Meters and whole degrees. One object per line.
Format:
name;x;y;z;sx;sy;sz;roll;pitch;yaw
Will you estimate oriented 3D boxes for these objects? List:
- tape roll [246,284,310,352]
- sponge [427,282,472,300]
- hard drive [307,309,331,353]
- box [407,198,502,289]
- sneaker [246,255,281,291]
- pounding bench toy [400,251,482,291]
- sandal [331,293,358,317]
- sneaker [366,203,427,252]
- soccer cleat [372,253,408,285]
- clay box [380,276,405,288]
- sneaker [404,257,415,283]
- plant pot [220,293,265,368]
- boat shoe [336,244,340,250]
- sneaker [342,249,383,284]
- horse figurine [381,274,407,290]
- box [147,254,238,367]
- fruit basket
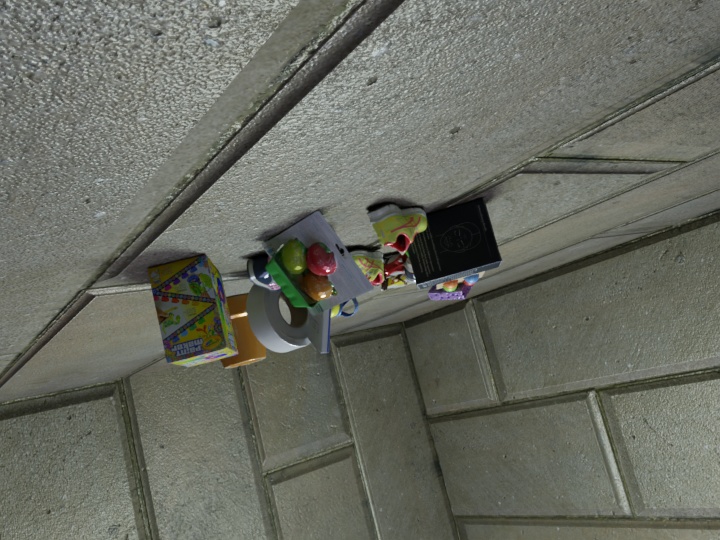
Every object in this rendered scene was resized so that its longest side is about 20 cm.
tape roll;-0.192;0.102;1.617;0.070;0.205;0.201;-22;168;37
sponge;0.277;0.009;1.761;0.111;0.030;0.200;-5;-147;42
hard drive;-0.097;0.081;1.528;0.025;0.202;0.132;1;-170;-18
box;0.206;-0.058;1.458;0.198;0.150;0.107;-15;171;7
sneaker;-0.184;0.006;1.462;0.081;0.071;0.200;-14;173;14
pounding bench toy;0.205;-0.022;1.638;0.198;0.158;0.124;-15;171;5
sandal;-0.056;0.055;1.617;0.086;0.201;0.080;15;125;-21
sneaker;0.083;-0.081;1.315;0.078;0.091;0.199;-23;169;32
soccer cleat;0.085;-0.014;1.806;0.199;0.069;0.085;-25;-152;-26
clay box;0.172;0.009;2.100;0.199;0.048;0.114;-24;167;39
sneaker;0.211;-0.041;1.767;0.199;0.078;0.080;-30;142;-17
plant pot;-0.359;0.183;1.868;0.198;0.185;0.200;-14;171;-2
boat shoe;-0.080;-0.036;1.399;0.071;0.066;0.200;-3;-174;-16
sneaker;0.000;0.000;1.607;0.078;0.091;0.199;-20;168;39
horse figurine;0.143;-0.004;1.883;0.198;0.050;0.133;-18;-152;-5
box;-0.346;0.092;1.335;0.121;0.195;0.200;-13;171;-7
fruit basket;-0.086;-0.012;1.258;0.199;0.186;0.094;-28;-165;39
